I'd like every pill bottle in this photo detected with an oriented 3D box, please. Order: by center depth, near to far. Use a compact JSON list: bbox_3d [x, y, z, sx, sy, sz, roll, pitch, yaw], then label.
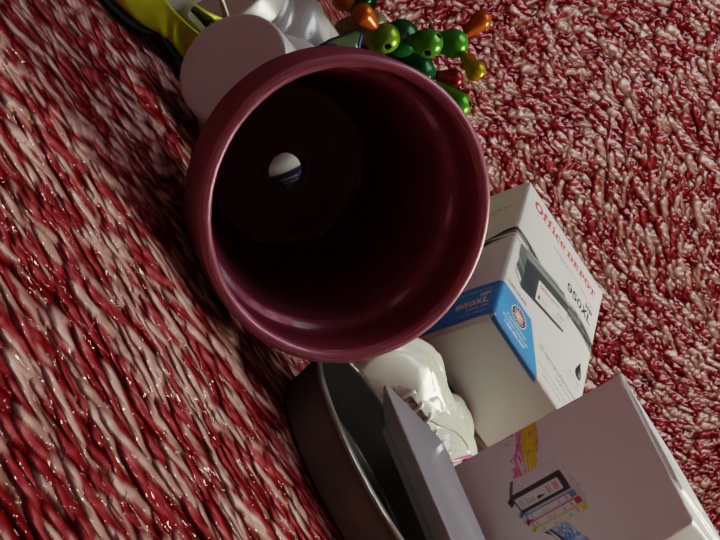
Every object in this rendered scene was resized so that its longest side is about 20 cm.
[{"bbox_3d":[-0.061,-0.117,1.343,0.120,0.119,0.200,64,9,27],"label":"pill bottle"},{"bbox_3d":[-0.073,-0.194,1.535,0.200,0.114,0.115,51,13,-47],"label":"pill bottle"}]

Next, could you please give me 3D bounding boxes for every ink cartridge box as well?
[{"bbox_3d":[0.159,0.209,1.273,0.147,0.199,0.145,51,13,-47],"label":"ink cartridge box"},{"bbox_3d":[0.136,0.041,1.497,0.145,0.084,0.201,54,32,-24],"label":"ink cartridge box"}]

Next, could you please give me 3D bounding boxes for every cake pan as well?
[{"bbox_3d":[0.008,0.143,1.161,0.201,0.037,0.200,58,9,-14],"label":"cake pan"}]

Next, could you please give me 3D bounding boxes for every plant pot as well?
[{"bbox_3d":[-0.033,-0.058,1.152,0.201,0.199,0.179,56,-6,-22],"label":"plant pot"}]

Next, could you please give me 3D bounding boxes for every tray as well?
[{"bbox_3d":[0.062,0.180,1.154,0.107,0.022,0.201,50,13,-52],"label":"tray"}]

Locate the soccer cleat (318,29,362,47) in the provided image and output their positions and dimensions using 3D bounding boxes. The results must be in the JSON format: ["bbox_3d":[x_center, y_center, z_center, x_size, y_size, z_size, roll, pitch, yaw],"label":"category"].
[{"bbox_3d":[0.021,-0.122,1.503,0.201,0.084,0.065,56,-19,-26],"label":"soccer cleat"}]

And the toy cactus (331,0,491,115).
[{"bbox_3d":[0.028,-0.224,1.551,0.200,0.103,0.165,38,-11,-29],"label":"toy cactus"}]

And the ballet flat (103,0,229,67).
[{"bbox_3d":[-0.147,-0.212,1.332,0.067,0.067,0.200,64,10,24],"label":"ballet flat"}]

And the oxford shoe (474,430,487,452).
[{"bbox_3d":[0.104,0.116,1.563,0.200,0.058,0.075,42,30,25],"label":"oxford shoe"}]

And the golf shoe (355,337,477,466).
[{"bbox_3d":[0.049,0.121,1.364,0.200,0.075,0.092,49,17,-46],"label":"golf shoe"}]
